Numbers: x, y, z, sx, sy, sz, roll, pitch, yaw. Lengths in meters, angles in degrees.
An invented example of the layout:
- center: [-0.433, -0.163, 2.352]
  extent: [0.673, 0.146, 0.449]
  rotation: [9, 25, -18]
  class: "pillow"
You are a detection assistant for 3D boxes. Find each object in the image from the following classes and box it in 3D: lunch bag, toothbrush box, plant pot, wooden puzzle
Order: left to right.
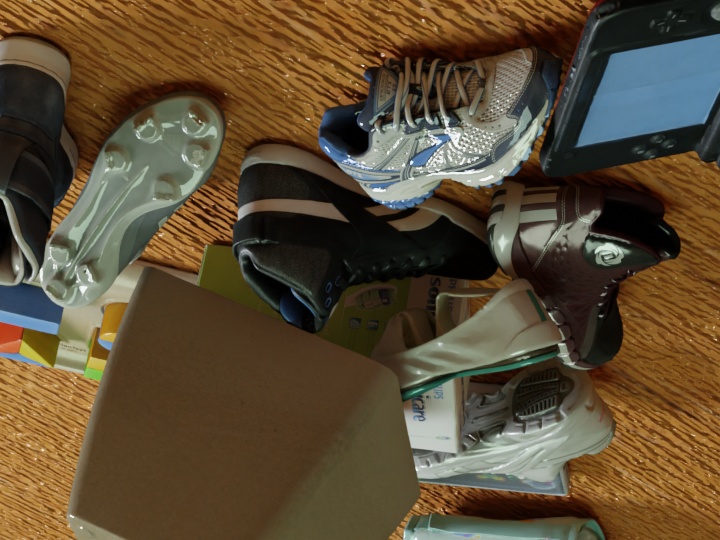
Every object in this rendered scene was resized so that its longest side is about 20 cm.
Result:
- center: [-0.222, 0.043, 1.908]
  extent: [0.184, 0.047, 0.200]
  rotation: [14, 154, -8]
  class: "wooden puzzle"
- center: [-0.093, 0.149, 1.687]
  extent: [0.199, 0.178, 0.200]
  rotation: [23, 155, 19]
  class: "plant pot"
- center: [-0.020, 0.060, 1.821]
  extent: [0.198, 0.087, 0.146]
  rotation: [7, 152, 8]
  class: "toothbrush box"
- center: [0.137, 0.285, 2.189]
  extent: [0.169, 0.123, 0.200]
  rotation: [2, 145, 21]
  class: "lunch bag"

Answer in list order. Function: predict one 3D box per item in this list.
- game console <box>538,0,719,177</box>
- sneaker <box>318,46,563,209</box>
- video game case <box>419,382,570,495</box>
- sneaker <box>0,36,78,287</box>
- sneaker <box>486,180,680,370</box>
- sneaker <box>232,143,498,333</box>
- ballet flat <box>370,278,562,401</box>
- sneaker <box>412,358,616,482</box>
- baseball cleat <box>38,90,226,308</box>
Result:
- center: [0.210, -0.075, 1.409]
  extent: [0.171, 0.119, 0.200]
  rotation: [-11, 156, -12]
  class: "game console"
- center: [0.043, -0.094, 1.501]
  extent: [0.085, 0.078, 0.200]
  rotation: [29, 148, -26]
  class: "sneaker"
- center: [0.068, 0.136, 2.017]
  extent: [0.198, 0.024, 0.182]
  rotation: [4, 154, 12]
  class: "video game case"
- center: [-0.235, -0.044, 1.623]
  extent: [0.076, 0.147, 0.203]
  rotation: [9, 156, -1]
  class: "sneaker"
- center: [0.171, 0.005, 1.656]
  extent: [0.115, 0.076, 0.200]
  rotation: [-7, 149, 25]
  class: "sneaker"
- center: [0.000, 0.000, 1.661]
  extent: [0.199, 0.113, 0.073]
  rotation: [20, 154, -19]
  class: "sneaker"
- center: [0.057, 0.049, 1.669]
  extent: [0.069, 0.070, 0.199]
  rotation: [28, 149, -32]
  class: "ballet flat"
- center: [0.110, 0.137, 1.900]
  extent: [0.199, 0.078, 0.099]
  rotation: [-14, 138, 33]
  class: "sneaker"
- center: [-0.149, -0.061, 1.654]
  extent: [0.070, 0.107, 0.200]
  rotation: [43, 120, -4]
  class: "baseball cleat"
